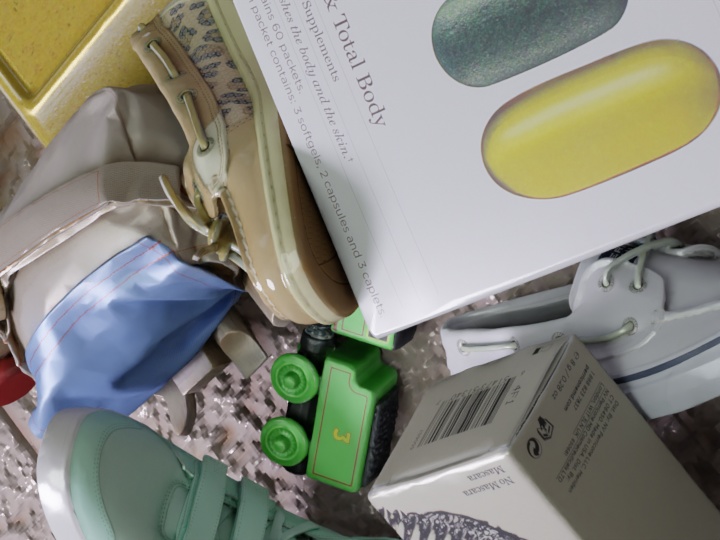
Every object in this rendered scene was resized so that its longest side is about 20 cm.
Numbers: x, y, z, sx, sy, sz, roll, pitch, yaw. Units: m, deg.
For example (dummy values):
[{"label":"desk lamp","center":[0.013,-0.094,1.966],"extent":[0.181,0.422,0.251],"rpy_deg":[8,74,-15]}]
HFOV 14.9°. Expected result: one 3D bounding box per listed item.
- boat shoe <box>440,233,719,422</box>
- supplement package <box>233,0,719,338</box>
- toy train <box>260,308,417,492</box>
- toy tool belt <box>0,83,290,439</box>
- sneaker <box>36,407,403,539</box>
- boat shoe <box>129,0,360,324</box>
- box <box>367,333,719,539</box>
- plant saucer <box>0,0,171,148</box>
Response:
[{"label":"boat shoe","center":[0.105,0.020,1.056],"extent":[0.199,0.073,0.067],"rpy_deg":[-25,94,37]},{"label":"supplement package","center":[0.088,-0.091,0.985],"extent":[0.199,0.150,0.152],"rpy_deg":[-22,92,37]},{"label":"toy train","center":[0.000,0.000,1.145],"extent":[0.056,0.042,0.201],"rpy_deg":[18,115,18]},{"label":"toy tool belt","center":[-0.104,0.022,1.167],"extent":[0.200,0.125,0.123],"rpy_deg":[-49,64,35]},{"label":"sneaker","center":[-0.037,0.109,1.138],"extent":[0.118,0.074,0.200],"rpy_deg":[-13,140,35]},{"label":"boat shoe","center":[-0.045,-0.042,1.053],"extent":[0.062,0.200,0.073],"rpy_deg":[-26,127,8]},{"label":"box","center":[0.099,0.124,1.050],"extent":[0.082,0.068,0.200],"rpy_deg":[-23,115,44]},{"label":"plant saucer","center":[-0.133,-0.164,1.175],"extent":[0.200,0.048,0.200],"rpy_deg":[52,126,10]}]
